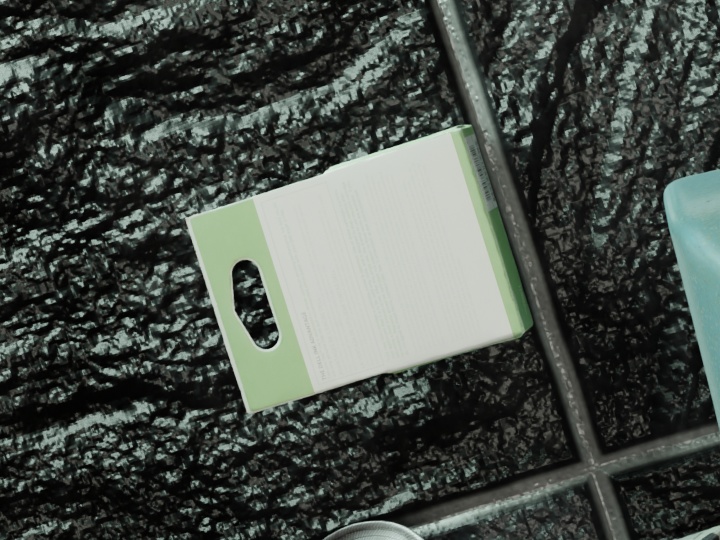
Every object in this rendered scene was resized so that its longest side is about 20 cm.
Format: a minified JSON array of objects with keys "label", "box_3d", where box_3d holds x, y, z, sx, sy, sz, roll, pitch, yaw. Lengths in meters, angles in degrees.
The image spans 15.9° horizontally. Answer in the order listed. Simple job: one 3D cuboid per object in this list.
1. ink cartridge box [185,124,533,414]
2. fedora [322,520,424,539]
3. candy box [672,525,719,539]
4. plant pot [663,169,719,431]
[{"label":"ink cartridge box","box_3d":[0.000,0.000,1.734,0.199,0.048,0.146,-17,94,13]},{"label":"fedora","box_3d":[-0.028,0.262,1.711,0.200,0.090,0.177,-49,52,29]},{"label":"candy box","box_3d":[0.230,0.284,1.676,0.061,0.136,0.201,-23,92,38]},{"label":"plant pot","box_3d":[0.296,0.028,1.602,0.196,0.200,0.197,-13,95,13]}]
